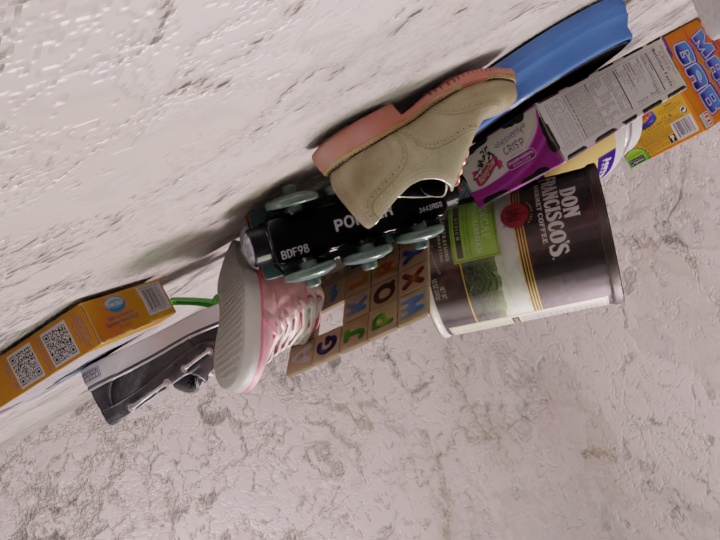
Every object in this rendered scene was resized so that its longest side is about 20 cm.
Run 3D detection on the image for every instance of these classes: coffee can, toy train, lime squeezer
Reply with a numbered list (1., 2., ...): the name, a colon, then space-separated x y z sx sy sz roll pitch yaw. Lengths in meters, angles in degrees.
1. coffee can: 0.172 -0.018 0.801 0.195 0.150 0.146 -13 -175 18
2. toy train: -0.012 -0.043 0.644 0.196 0.087 0.114 -19 -174 -18
3. lime squeezer: -0.155 0.060 0.836 0.071 0.038 0.199 -51 -138 0

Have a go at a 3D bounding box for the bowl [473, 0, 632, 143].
1. bowl: 0.166 -0.182 0.700 0.198 0.040 0.201 -31 180 0

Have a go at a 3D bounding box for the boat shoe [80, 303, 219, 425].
1. boat shoe: -0.171 0.085 0.722 0.071 0.069 0.199 -26 -178 41

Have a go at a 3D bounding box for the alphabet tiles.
1. alphabet tiles: 0.000 0.000 0.751 0.165 0.008 0.203 -27 -143 27

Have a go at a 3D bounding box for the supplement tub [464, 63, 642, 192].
1. supplement tub: 0.235 -0.160 0.918 0.197 0.148 0.145 -30 180 -16

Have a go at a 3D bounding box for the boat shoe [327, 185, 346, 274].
1. boat shoe: -0.013 -0.059 0.760 0.197 0.072 0.060 -31 -152 11

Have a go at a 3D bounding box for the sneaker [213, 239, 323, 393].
1. sneaker: -0.076 0.044 0.670 0.076 0.103 0.201 -60 -158 21

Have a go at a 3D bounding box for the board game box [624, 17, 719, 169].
1. board game box: 0.649 -0.374 1.557 0.198 0.203 0.199 -30 180 -29

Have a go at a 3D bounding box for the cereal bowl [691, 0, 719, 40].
1. cereal bowl: 0.245 -0.203 0.351 0.197 0.085 0.200 -30 180 0

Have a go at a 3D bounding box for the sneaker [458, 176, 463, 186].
1. sneaker: 0.062 -0.100 0.891 0.097 0.072 0.199 -27 176 -46

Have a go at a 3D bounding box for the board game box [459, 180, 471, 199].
1. board game box: 0.072 -0.043 0.966 0.200 0.134 0.029 -44 166 -10

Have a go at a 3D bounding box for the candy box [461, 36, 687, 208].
1. candy box: 0.206 -0.146 0.729 0.198 0.062 0.136 -30 -179 -29

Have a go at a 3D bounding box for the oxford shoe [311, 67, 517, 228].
1. oxford shoe: 0.055 -0.094 0.557 0.198 0.075 0.071 -30 -179 -28

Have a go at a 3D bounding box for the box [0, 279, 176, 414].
1. box: -0.270 0.078 0.645 0.197 0.042 0.119 -28 -179 17
